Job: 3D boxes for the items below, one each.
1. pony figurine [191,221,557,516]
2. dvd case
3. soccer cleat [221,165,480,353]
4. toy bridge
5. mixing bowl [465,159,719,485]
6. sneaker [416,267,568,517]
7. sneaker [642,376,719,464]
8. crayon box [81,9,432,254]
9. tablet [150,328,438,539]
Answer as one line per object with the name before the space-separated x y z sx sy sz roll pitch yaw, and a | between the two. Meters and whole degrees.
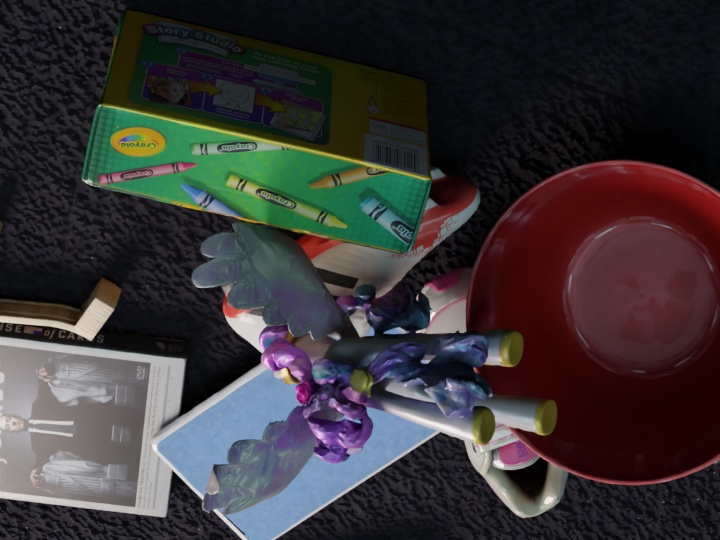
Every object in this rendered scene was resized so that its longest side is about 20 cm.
pony figurine | -0.004 0.061 1.002 0.198 0.193 0.169 5 91 27
dvd case | -0.228 0.103 1.207 0.198 0.025 0.151 7 124 -6
soccer cleat | 0.000 0.000 1.108 0.199 0.069 0.085 -26 115 22
toy bridge | -0.262 -0.007 1.130 0.199 0.027 0.067 29 121 -18
mixing bowl | 0.174 0.026 1.081 0.198 0.108 0.202 2 98 15
sneaker | 0.099 0.086 1.149 0.081 0.088 0.201 -26 121 7
sneaker | 0.250 0.085 1.154 0.198 0.088 0.074 -20 122 13
crayon box | -0.059 -0.085 1.020 0.198 0.119 0.059 12 124 -8
tablet | -0.036 0.109 1.204 0.199 0.014 0.130 -34 119 13
